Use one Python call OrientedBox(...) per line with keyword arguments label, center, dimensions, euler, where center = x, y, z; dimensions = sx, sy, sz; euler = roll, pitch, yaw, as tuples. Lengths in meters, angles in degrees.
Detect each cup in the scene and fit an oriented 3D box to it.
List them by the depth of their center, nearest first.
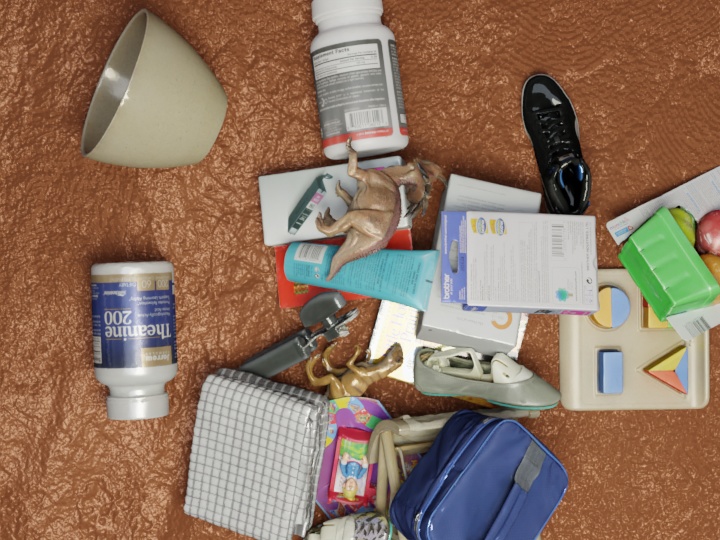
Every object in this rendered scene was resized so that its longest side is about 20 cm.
OrientedBox(label="cup", center=(-0.256, -0.214, 1.507), dimensions=(0.142, 0.200, 0.203), euler=(22, 92, -25))

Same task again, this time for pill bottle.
OrientedBox(label="pill bottle", center=(-0.005, -0.253, 1.519), dimensions=(0.114, 0.116, 0.204), euler=(-8, 90, 2))
OrientedBox(label="pill bottle", center=(-0.297, 0.090, 1.535), dimensions=(0.109, 0.111, 0.204), euler=(-2, 91, 2))

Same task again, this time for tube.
OrientedBox(label="tube", center=(0.000, 0.000, 1.478), dimensions=(0.197, 0.050, 0.079), euler=(8, 82, 23))

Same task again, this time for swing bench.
OrientedBox(label="swing bench", center=(0.119, 0.274, 1.486), dimensions=(0.195, 0.129, 0.204), euler=(-3, 89, -21))

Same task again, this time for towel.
OrientedBox(label="towel", center=(-0.130, 0.240, 1.510), dimensions=(0.163, 0.085, 0.204), euler=(14, 105, 18))

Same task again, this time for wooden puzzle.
OrientedBox(label="wooden puzzle", center=(0.364, 0.092, 1.545), dimensions=(0.196, 0.046, 0.189), euler=(-1, 91, 2))

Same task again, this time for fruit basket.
OrientedBox(label="fruit basket", center=(0.443, -0.023, 1.509), dimensions=(0.198, 0.094, 0.187), euler=(-23, 70, -21))

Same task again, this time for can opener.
OrientedBox(label="can opener", center=(-0.085, 0.089, 1.526), dimensions=(0.199, 0.053, 0.067), euler=(-33, 93, 26))

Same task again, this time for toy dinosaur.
OrientedBox(label="toy dinosaur", center=(0.024, -0.074, 1.447), dimensions=(0.134, 0.086, 0.203), euler=(21, 76, 4))
OrientedBox(label="toy dinosaur", center=(-0.030, 0.159, 1.535), dimensions=(0.200, 0.060, 0.107), euler=(-44, 79, 19))

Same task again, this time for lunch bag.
OrientedBox(label="lunch bag", center=(0.136, 0.270, 1.353), dimensions=(0.136, 0.132, 0.201), euler=(40, 74, -15))

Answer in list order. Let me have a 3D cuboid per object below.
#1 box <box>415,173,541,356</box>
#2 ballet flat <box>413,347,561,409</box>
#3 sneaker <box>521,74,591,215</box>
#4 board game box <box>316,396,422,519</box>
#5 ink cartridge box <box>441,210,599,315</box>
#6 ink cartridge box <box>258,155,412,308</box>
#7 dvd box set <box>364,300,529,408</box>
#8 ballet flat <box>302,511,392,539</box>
OrientedBox(label="box", center=(0.151, -0.004, 1.502), dimensions=(0.122, 0.098, 0.204), euler=(12, 77, 0))
OrientedBox(label="ballet flat", center=(0.158, 0.133, 1.483), dimensions=(0.197, 0.067, 0.065), euler=(4, 110, 25))
OrientedBox(label="sneaker", center=(0.262, -0.163, 1.512), dimensions=(0.072, 0.112, 0.204), euler=(-14, 90, 1))
OrientedBox(label="board game box", center=(-0.005, 0.265, 1.531), dimensions=(0.157, 0.039, 0.201), euler=(-34, 105, 12))
OrientedBox(label="ink cartridge box", center=(0.193, -0.009, 1.435), dimensions=(0.196, 0.042, 0.122), euler=(3, 77, -8))
OrientedBox(label="ink cartridge box", center=(-0.030, -0.049, 1.540), dimensions=(0.196, 0.044, 0.177), euler=(-7, 85, 11))
OrientedBox(label="dvd box set", center=(0.115, 0.089, 1.561), dimensions=(0.197, 0.029, 0.149), euler=(17, 91, 1))
OrientedBox(label="ballet flat", center=(-0.029, 0.347, 1.488), dimensions=(0.071, 0.200, 0.073), euler=(9, 66, -22))
